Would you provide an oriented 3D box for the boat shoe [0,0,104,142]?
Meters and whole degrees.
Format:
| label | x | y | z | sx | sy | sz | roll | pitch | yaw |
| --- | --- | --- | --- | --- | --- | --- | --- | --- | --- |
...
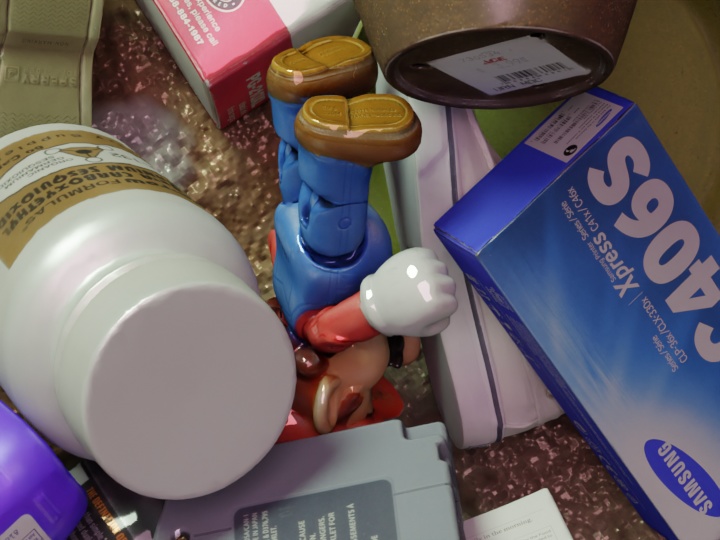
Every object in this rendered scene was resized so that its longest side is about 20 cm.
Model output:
| label | x | y | z | sx | sy | sz | roll | pitch | yaw |
| --- | --- | --- | --- | --- | --- | --- | --- | --- | --- |
| boat shoe | -0.165 | -0.078 | 0.966 | 0.074 | 0.068 | 0.202 | 12 | 99 | -29 |

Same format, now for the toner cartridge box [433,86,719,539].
| label | x | y | z | sx | sy | sz | roll | pitch | yaw |
| --- | --- | --- | --- | --- | --- | --- | --- | --- | --- |
| toner cartridge box | 0.123 | 0.025 | 0.904 | 0.095 | 0.043 | 0.200 | -42 | 120 | -7 |

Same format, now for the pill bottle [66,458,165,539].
| label | x | y | z | sx | sy | sz | roll | pitch | yaw |
| --- | --- | --- | --- | --- | --- | --- | --- | --- | --- |
| pill bottle | -0.122 | 0.148 | 0.904 | 0.199 | 0.106 | 0.107 | -35 | 81 | -7 |

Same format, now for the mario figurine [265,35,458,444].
| label | x | y | z | sx | sy | sz | roll | pitch | yaw |
| --- | --- | --- | --- | --- | --- | --- | --- | --- | --- |
| mario figurine | 0.000 | 0.000 | 0.910 | 0.105 | 0.202 | 0.124 | 13 | 36 | 10 |

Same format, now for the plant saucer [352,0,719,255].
| label | x | y | z | sx | sy | sz | roll | pitch | yaw |
| --- | --- | --- | --- | --- | --- | --- | --- | --- | --- |
| plant saucer | 0.088 | -0.069 | 0.954 | 0.198 | 0.031 | 0.202 | 1 | 105 | 4 |

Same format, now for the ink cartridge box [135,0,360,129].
| label | x | y | z | sx | sy | sz | roll | pitch | yaw |
| --- | --- | --- | --- | --- | --- | --- | --- | --- | --- |
| ink cartridge box | -0.024 | -0.187 | 0.980 | 0.199 | 0.084 | 0.145 | -33 | 80 | -6 |

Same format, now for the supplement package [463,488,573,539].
| label | x | y | z | sx | sy | sz | roll | pitch | yaw |
| --- | --- | --- | --- | --- | --- | --- | --- | --- | --- |
| supplement package | 0.016 | 0.210 | 0.854 | 0.198 | 0.157 | 0.111 | -19 | 39 | -3 |

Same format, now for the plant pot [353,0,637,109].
| label | x | y | z | sx | sy | sz | roll | pitch | yaw |
| --- | --- | --- | --- | --- | --- | --- | --- | --- | --- |
| plant pot | 0.054 | -0.175 | 0.835 | 0.185 | 0.187 | 0.202 | -1 | 76 | 0 |

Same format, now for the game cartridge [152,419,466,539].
| label | x | y | z | sx | sy | sz | roll | pitch | yaw |
| --- | --- | --- | --- | --- | --- | --- | --- | --- | --- |
| game cartridge | -0.019 | 0.147 | 0.785 | 0.132 | 0.042 | 0.201 | -15 | 42 | 8 |

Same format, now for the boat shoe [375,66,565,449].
| label | x | y | z | sx | sy | sz | roll | pitch | yaw |
| --- | --- | --- | --- | --- | --- | --- | --- | --- | --- |
| boat shoe | 0.054 | -0.020 | 0.919 | 0.065 | 0.072 | 0.202 | -14 | 102 | -10 |

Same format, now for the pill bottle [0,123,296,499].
| label | x | y | z | sx | sy | sz | roll | pitch | yaw |
| --- | --- | --- | --- | --- | --- | --- | --- | --- | --- |
| pill bottle | -0.105 | 0.016 | 0.870 | 0.113 | 0.200 | 0.116 | -9 | 111 | -23 |

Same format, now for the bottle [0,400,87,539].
| label | x | y | z | sx | sy | sz | roll | pitch | yaw |
| --- | --- | --- | --- | --- | --- | --- | --- | --- | --- |
| bottle | -0.204 | 0.136 | 0.832 | 0.200 | 0.066 | 0.083 | -44 | 40 | -15 |
